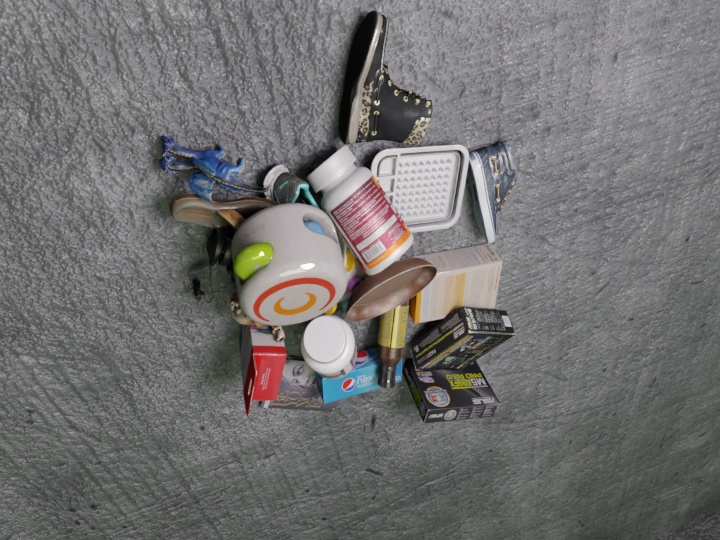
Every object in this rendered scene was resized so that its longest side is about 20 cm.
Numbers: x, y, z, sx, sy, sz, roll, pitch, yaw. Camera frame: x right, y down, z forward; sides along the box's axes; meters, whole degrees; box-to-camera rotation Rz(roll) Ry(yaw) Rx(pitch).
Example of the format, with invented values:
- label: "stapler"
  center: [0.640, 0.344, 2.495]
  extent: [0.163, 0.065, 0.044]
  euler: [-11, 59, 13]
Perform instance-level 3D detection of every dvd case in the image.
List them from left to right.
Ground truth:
- label: "dvd case"
  center: [-0.124, 0.267, 1.233]
  extent: [0.193, 0.016, 0.153]
  euler: [10, 120, -25]

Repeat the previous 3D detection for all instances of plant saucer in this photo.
- label: "plant saucer"
  center: [0.054, 0.033, 1.002]
  extent: [0.194, 0.035, 0.201]
  euler: [-26, 162, -9]

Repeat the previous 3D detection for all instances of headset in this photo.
- label: "headset"
  center: [-0.237, -0.027, 0.970]
  extent: [0.201, 0.094, 0.123]
  euler: [-48, 120, -2]

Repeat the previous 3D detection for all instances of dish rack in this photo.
- label: "dish rack"
  center: [0.103, -0.157, 1.003]
  extent: [0.192, 0.044, 0.177]
  euler: [-7, 125, -15]

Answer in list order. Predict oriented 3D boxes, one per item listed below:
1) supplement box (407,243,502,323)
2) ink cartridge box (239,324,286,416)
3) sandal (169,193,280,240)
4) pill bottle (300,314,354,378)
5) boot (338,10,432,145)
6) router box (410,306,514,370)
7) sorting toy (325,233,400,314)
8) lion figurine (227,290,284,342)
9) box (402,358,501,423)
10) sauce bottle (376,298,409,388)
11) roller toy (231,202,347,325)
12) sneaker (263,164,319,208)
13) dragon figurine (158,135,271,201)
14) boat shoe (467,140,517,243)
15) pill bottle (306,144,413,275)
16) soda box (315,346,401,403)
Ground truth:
- label: "supplement box"
  center: [0.198, 0.028, 1.144]
  extent: [0.192, 0.074, 0.130]
  euler: [-9, 127, -11]
- label: "ink cartridge box"
  center: [-0.190, 0.164, 1.021]
  extent: [0.065, 0.203, 0.120]
  euler: [4, 124, -20]
- label: "sandal"
  center: [-0.213, -0.082, 0.871]
  extent: [0.192, 0.057, 0.082]
  euler: [5, 150, -24]
- label: "pill bottle"
  center: [-0.062, 0.152, 1.058]
  extent: [0.107, 0.114, 0.201]
  euler: [-20, 164, -4]
- label: "boot"
  center: [0.052, -0.303, 0.869]
  extent: [0.148, 0.074, 0.209]
  euler: [0, 127, -23]
- label: "router box"
  center: [0.226, 0.158, 1.197]
  extent: [0.145, 0.064, 0.200]
  euler: [6, 145, -33]
- label: "sorting toy"
  center: [0.000, 0.000, 1.059]
  extent: [0.175, 0.107, 0.205]
  euler: [-1, 126, -42]
- label: "lion figurine"
  center: [-0.146, 0.044, 0.982]
  extent: [0.197, 0.123, 0.073]
  euler: [-36, 153, -7]
- label: "box"
  center: [0.215, 0.281, 1.270]
  extent: [0.192, 0.162, 0.046]
  euler: [1, 125, -18]
- label: "sauce bottle"
  center: [0.066, 0.150, 1.147]
  extent: [0.062, 0.064, 0.209]
  euler: [4, 100, -21]
- label: "roller toy"
  center: [-0.117, -0.011, 0.861]
  extent: [0.175, 0.144, 0.202]
  euler: [-9, 151, -14]
- label: "sneaker"
  center: [-0.105, -0.084, 0.938]
  extent: [0.078, 0.089, 0.204]
  euler: [-44, 135, -26]
- label: "dragon figurine"
  center: [-0.234, -0.150, 0.829]
  extent: [0.098, 0.198, 0.060]
  euler: [-27, 147, -47]
- label: "boat shoe"
  center: [0.269, -0.150, 1.046]
  extent: [0.088, 0.072, 0.205]
  euler: [-20, 126, 1]
- label: "pill bottle"
  center: [-0.002, -0.105, 0.919]
  extent: [0.108, 0.110, 0.203]
  euler: [-34, 100, 8]
- label: "soda box"
  center: [-0.003, 0.232, 1.206]
  extent: [0.192, 0.064, 0.070]
  euler: [-12, 119, -19]
